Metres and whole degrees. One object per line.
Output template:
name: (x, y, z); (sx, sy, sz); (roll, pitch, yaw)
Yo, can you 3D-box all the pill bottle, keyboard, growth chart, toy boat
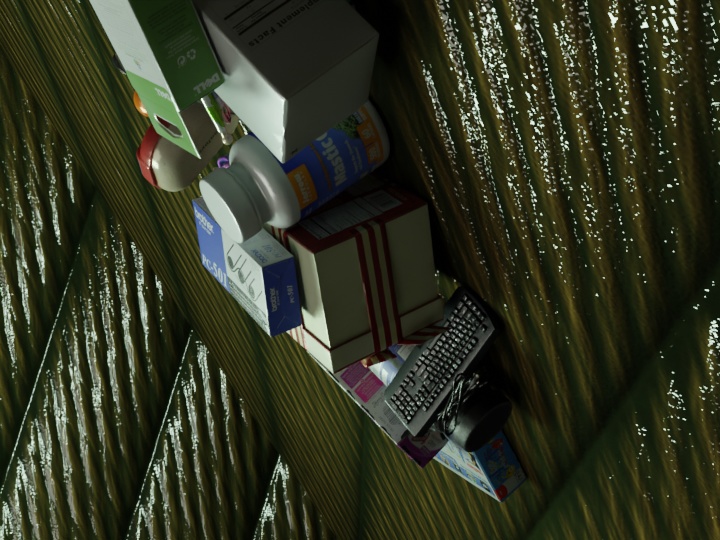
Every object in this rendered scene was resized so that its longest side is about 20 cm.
pill bottle: (-0.075, -0.117, 1.236); (0.112, 0.199, 0.112); (46, 160, 22)
keyboard: (0.099, 0.123, 1.349); (0.104, 0.039, 0.201); (45, 123, 22)
growth chart: (-0.165, -0.266, 1.287); (0.018, 0.201, 0.145); (-6, 141, 19)
pill bottle: (0.099, 0.138, 1.452); (0.200, 0.112, 0.112); (44, 161, 29)
toy boat: (-0.247, -0.215, 1.499); (0.130, 0.201, 0.131); (31, 158, 12)

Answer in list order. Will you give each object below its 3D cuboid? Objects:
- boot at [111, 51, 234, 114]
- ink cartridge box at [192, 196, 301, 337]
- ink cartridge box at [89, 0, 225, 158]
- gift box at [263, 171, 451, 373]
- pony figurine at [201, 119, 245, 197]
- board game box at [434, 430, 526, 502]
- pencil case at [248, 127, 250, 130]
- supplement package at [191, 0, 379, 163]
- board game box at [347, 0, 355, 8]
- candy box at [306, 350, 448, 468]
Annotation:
boot: (-0.187, -0.287, 1.370); (0.202, 0.155, 0.074); (17, -157, -19)
ink cartridge box: (-0.137, -0.012, 1.317); (0.200, 0.044, 0.095); (40, 142, 50)
ink cartridge box: (-0.190, -0.215, 1.055); (0.104, 0.059, 0.201); (30, 150, 48)
gift box: (0.000, 0.000, 1.327); (0.184, 0.199, 0.188); (42, 146, 52)
pony figurine: (-0.136, -0.111, 1.555); (0.199, 0.167, 0.193); (33, 172, 7)
board game box: (0.131, 0.217, 1.625); (0.200, 0.056, 0.197); (24, 147, 59)
pencil case: (-0.095, -0.221, 1.303); (0.200, 0.090, 0.094); (89, -178, -61)
supplement package: (-0.093, -0.231, 1.080); (0.200, 0.119, 0.121); (47, 160, 14)
board game box: (-0.090, -0.336, 1.124); (0.200, 0.034, 0.136); (39, 159, 37)
candy box: (0.026, 0.177, 1.577); (0.200, 0.061, 0.136); (43, 175, 29)
